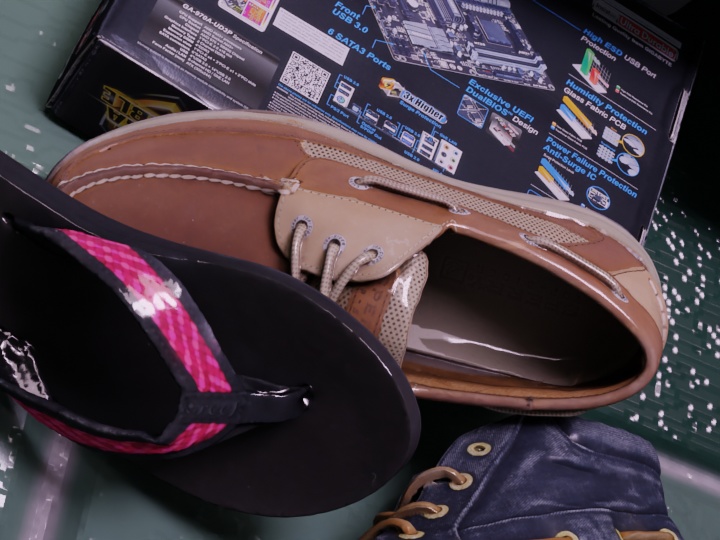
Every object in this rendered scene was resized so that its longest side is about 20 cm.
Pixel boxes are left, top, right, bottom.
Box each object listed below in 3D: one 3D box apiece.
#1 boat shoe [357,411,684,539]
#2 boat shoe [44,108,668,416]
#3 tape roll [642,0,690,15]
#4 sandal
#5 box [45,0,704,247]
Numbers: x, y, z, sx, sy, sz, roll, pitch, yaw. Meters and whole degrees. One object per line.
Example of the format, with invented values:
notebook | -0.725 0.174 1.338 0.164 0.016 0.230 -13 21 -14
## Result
boat shoe | 0.019 0.092 0.757 0.200 0.071 0.091 6 54 -36
boat shoe | 0.000 0.000 0.768 0.200 0.076 0.072 8 18 -8
tape roll | 0.076 -0.195 0.981 0.202 0.071 0.203 16 53 -22
sandal | -0.079 0.017 0.728 0.200 0.075 0.045 28 21 1
box | 0.012 -0.067 0.870 0.200 0.046 0.159 31 48 -11
